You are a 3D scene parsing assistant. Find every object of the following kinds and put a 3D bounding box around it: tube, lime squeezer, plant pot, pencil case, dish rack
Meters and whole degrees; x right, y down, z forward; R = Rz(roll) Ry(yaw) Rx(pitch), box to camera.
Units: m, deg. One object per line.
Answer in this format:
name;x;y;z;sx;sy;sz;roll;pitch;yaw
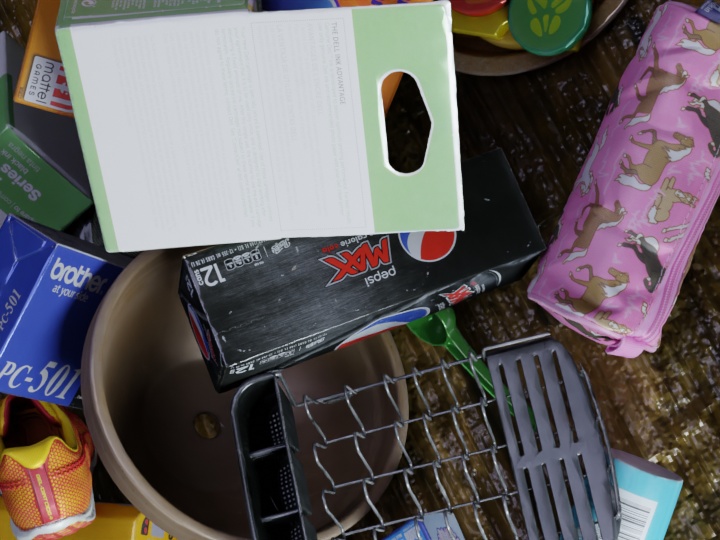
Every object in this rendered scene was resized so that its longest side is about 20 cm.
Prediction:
tube;0.122;0.200;0.987;0.077;0.050;0.201;24;95;37
lime squeezer;0.013;0.040;1.045;0.199;0.038;0.071;15;75;-8
plant pot;-0.079;0.082;1.059;0.093;0.200;0.202;-44;56;55
pencil case;0.168;-0.051;0.999;0.082;0.087;0.201;25;91;-5
dish rack;0.039;0.116;0.963;0.199;0.055;0.154;-15;71;7

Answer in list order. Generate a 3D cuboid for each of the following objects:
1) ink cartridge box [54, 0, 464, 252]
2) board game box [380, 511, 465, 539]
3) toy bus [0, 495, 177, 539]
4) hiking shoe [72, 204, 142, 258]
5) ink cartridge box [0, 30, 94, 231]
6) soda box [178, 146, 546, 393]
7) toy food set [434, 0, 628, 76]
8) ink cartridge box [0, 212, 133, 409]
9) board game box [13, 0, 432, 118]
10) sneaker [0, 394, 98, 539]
ink cartridge box;-0.049;-0.083;0.923;0.198;0.146;0.048;-5;38;3
board game box;0.013;0.275;1.006;0.200;0.041;0.200;-39;64;25
toy bus;-0.209;0.181;1.133;0.199;0.078;0.066;0;78;26
hiking shoe;-0.114;-0.065;1.119;0.200;0.101;0.076;-41;98;12
ink cartridge box;-0.280;-0.042;1.183;0.200;0.084;0.146;-39;32;13
soda box;0.000;0.000;1.001;0.199;0.063;0.071;-20;77;-14
toy food set;0.094;-0.219;1.091;0.197;0.049;0.201;13;84;28
ink cartridge box;-0.166;0.035;1.075;0.044;0.200;0.094;29;91;26
board game box;-0.064;-0.200;0.990;0.200;0.199;0.201;-88;17;-53
sneaker;-0.201;0.103;1.104;0.073;0.200;0.078;-15;104;-15
